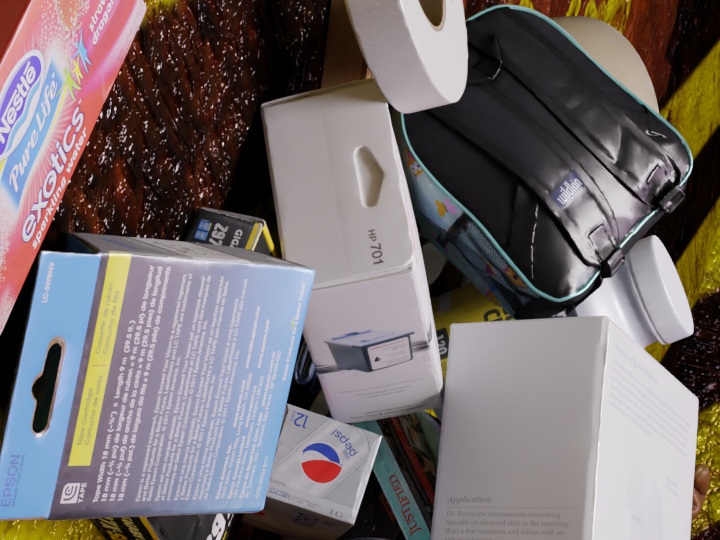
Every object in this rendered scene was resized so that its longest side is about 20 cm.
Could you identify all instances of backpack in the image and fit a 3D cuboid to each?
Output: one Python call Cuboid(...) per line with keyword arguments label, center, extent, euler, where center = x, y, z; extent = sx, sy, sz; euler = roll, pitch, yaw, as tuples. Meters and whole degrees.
Cuboid(label="backpack", center=(0.111, -0.081, 1.583), extent=(0.176, 0.200, 0.153), euler=(-46, -175, -17))

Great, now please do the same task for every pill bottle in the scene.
Cuboid(label="pill bottle", center=(0.145, 0.045, 1.677), extent=(0.112, 0.200, 0.112), euler=(57, 19, -33))

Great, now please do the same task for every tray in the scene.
Cuboid(label="tray", center=(0.027, -0.190, 1.578), extent=(0.200, 0.037, 0.099), euler=(-42, 142, -62))

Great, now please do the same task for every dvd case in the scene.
Cuboid(label="dvd case", center=(0.053, 0.157, 1.589), extent=(0.146, 0.022, 0.200), euler=(63, 14, 22))

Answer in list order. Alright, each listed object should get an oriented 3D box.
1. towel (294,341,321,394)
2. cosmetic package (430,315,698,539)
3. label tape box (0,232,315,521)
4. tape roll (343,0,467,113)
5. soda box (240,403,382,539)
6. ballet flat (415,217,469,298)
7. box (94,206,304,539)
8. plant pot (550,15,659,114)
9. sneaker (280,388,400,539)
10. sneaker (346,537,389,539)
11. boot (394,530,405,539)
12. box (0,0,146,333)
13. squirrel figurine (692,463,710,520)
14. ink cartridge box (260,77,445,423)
Cuboid(label="towel", center=(0.000, 0.000, 1.673), extent=(0.147, 0.024, 0.200), euler=(26, 81, -76))
Cuboid(label="cosmetic package", center=(0.143, 0.156, 1.520), extent=(0.199, 0.123, 0.200), euler=(38, 55, -57))
Cuboid(label="label tape box", center=(-0.126, 0.056, 1.177), extent=(0.200, 0.063, 0.144), euler=(5, 100, -48))
Cuboid(label="tape roll", center=(0.024, -0.201, 1.411), extent=(0.203, 0.037, 0.203), euler=(-12, 90, -76))
Cuboid(label="soda box", center=(-0.036, 0.141, 1.485), extent=(0.200, 0.068, 0.064), euler=(120, -12, -77))
Cuboid(label="ballet flat", center=(0.052, 0.001, 1.741), extent=(0.200, 0.074, 0.074), euler=(109, 5, -56))
Cuboid(label="box", center=(-0.099, 0.086, 1.362), extent=(0.160, 0.049, 0.200), euler=(76, 32, -62))
Cuboid(label="plant pot", center=(0.122, -0.103, 1.755), extent=(0.134, 0.200, 0.201), euler=(-4, 111, -37))
Cuboid(label="sneaker", center=(0.000, 0.154, 1.647), extent=(0.075, 0.084, 0.200), euler=(-43, 151, -49))
Cuboid(label="sneaker", center=(0.000, 0.238, 1.576), extent=(0.202, 0.077, 0.146), euler=(-37, 161, 35))
Cuboid(label="boot", center=(0.038, 0.222, 1.710), extent=(0.074, 0.200, 0.076), euler=(28, 96, -43))
Cuboid(label="box", center=(-0.173, -0.063, 0.888), extent=(0.100, 0.095, 0.200), euler=(72, 36, -61))
Cuboid(label="squirrel figurine", center=(0.410, 0.385, 3.217), extent=(0.187, 0.141, 0.200), euler=(-56, 153, -36))
Cuboid(label="ink cartridge box", center=(-0.002, -0.009, 1.451), extent=(0.200, 0.086, 0.147), euler=(71, 9, -61))
